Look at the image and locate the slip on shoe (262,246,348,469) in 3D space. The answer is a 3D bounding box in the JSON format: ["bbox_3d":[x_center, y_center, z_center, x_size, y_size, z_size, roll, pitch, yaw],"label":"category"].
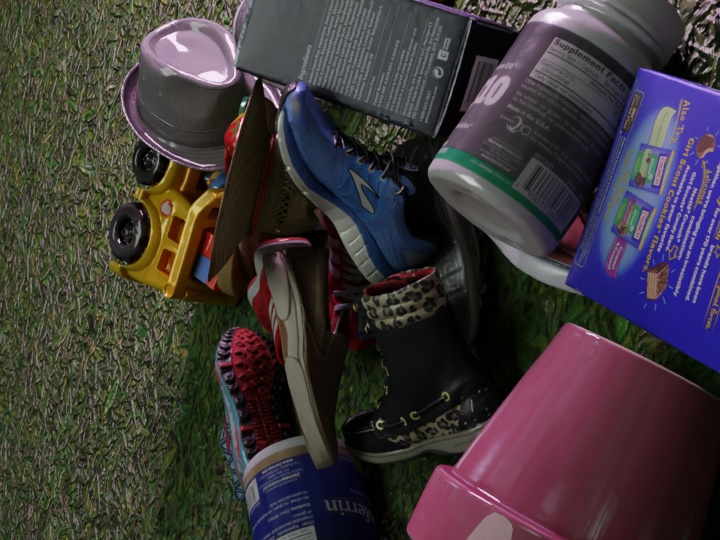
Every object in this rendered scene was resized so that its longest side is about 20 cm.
[{"bbox_3d":[-0.039,0.073,1.321,0.076,0.060,0.201,85,172,-68],"label":"slip on shoe"}]

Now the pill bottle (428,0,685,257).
[{"bbox_3d":[0.148,-0.120,1.105,0.201,0.113,0.113,-55,30,-7],"label":"pill bottle"}]

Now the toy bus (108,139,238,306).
[{"bbox_3d":[-0.175,-0.056,1.692,0.192,0.135,0.201,28,103,46],"label":"toy bus"}]

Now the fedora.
[{"bbox_3d":[-0.179,-0.212,1.660,0.200,0.176,0.091,50,154,34],"label":"fedora"}]

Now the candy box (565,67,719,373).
[{"bbox_3d":[0.244,-0.030,1.004,0.200,0.077,0.170,37,112,58],"label":"candy box"}]

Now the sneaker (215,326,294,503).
[{"bbox_3d":[-0.127,0.156,1.583,0.096,0.079,0.201,-50,41,44],"label":"sneaker"}]

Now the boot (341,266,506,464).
[{"bbox_3d":[0.033,0.081,1.266,0.203,0.073,0.155,-14,107,52],"label":"boot"}]

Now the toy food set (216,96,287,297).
[{"bbox_3d":[-0.111,-0.083,1.566,0.198,0.048,0.202,-63,-26,-67],"label":"toy food set"}]

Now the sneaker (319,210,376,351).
[{"bbox_3d":[0.000,0.000,1.381,0.200,0.071,0.113,97,164,-58],"label":"sneaker"}]

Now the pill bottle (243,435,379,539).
[{"bbox_3d":[-0.038,0.262,1.361,0.116,0.115,0.201,-51,41,40],"label":"pill bottle"}]

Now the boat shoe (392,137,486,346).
[{"bbox_3d":[0.075,-0.021,1.317,0.074,0.065,0.203,-33,58,35],"label":"boat shoe"}]

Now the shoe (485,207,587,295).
[{"bbox_3d":[0.149,-0.055,1.179,0.200,0.071,0.092,48,125,58],"label":"shoe"}]

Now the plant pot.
[{"bbox_3d":[0.156,0.144,1.012,0.200,0.199,0.180,25,87,59],"label":"plant pot"}]

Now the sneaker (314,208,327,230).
[{"bbox_3d":[-0.059,-0.080,1.502,0.200,0.115,0.074,20,100,62],"label":"sneaker"}]

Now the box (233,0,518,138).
[{"bbox_3d":[0.015,-0.192,1.287,0.199,0.148,0.105,21,102,18],"label":"box"}]

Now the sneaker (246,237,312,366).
[{"bbox_3d":[-0.071,0.059,1.458,0.200,0.078,0.116,80,-178,-65],"label":"sneaker"}]

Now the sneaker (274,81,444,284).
[{"bbox_3d":[0.003,-0.083,1.248,0.089,0.200,0.079,-27,28,23],"label":"sneaker"}]

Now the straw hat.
[{"bbox_3d":[-0.072,-0.073,1.326,0.201,0.084,0.203,-165,90,-88],"label":"straw hat"}]

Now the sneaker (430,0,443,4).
[{"bbox_3d":[0.038,-0.248,1.423,0.082,0.077,0.202,-27,58,55],"label":"sneaker"}]

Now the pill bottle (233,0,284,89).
[{"bbox_3d":[-0.067,-0.242,1.528,0.200,0.112,0.114,-142,66,-70],"label":"pill bottle"}]
